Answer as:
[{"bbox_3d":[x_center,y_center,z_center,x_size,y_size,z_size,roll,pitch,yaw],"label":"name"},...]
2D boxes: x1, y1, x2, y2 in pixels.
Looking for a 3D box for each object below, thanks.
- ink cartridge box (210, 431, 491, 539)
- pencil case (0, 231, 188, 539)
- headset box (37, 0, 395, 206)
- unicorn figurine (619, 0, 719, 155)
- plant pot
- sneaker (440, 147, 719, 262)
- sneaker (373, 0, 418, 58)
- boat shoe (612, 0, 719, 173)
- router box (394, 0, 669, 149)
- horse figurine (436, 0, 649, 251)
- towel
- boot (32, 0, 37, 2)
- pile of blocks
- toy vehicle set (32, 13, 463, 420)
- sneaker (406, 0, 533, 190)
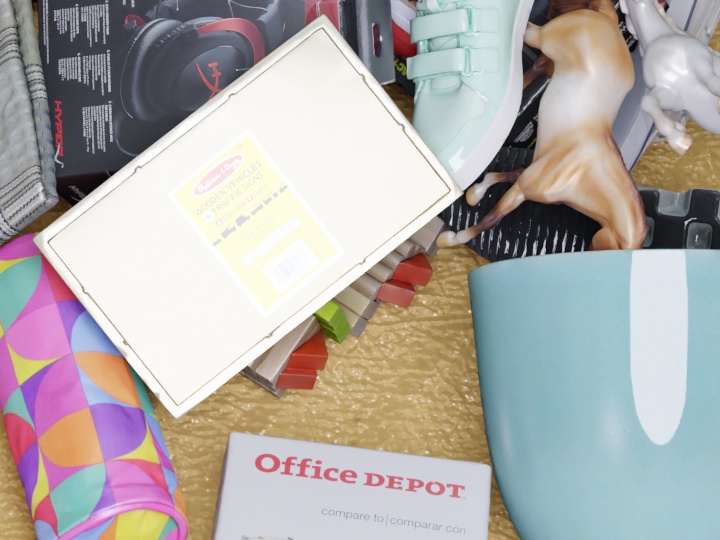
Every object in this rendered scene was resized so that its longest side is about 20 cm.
[{"bbox_3d":[-0.013,0.192,1.195,0.144,0.085,0.201,7,51,-1],"label":"ink cartridge box"},{"bbox_3d":[-0.156,0.074,1.270,0.088,0.089,0.200,-11,53,-15],"label":"pencil case"},{"bbox_3d":[-0.080,-0.122,1.333,0.199,0.075,0.149,-6,76,9],"label":"headset box"},{"bbox_3d":[0.204,-0.107,1.332,0.200,0.074,0.138,43,18,-26],"label":"unicorn figurine"},{"bbox_3d":[0.157,0.081,1.233,0.200,0.201,0.162,1,82,-7],"label":"plant pot"},{"bbox_3d":[0.145,-0.021,1.375,0.199,0.088,0.074,14,87,16],"label":"sneaker"},{"bbox_3d":[-0.034,-0.142,1.417,0.200,0.071,0.113,30,95,26],"label":"sneaker"},{"bbox_3d":[0.182,-0.113,1.457,0.070,0.071,0.201,36,66,-33],"label":"boat shoe"},{"bbox_3d":[0.071,-0.176,1.449,0.150,0.062,0.200,-47,65,8],"label":"router box"},{"bbox_3d":[0.111,-0.087,1.313,0.050,0.132,0.201,30,61,-38],"label":"horse figurine"},{"bbox_3d":[-0.259,-0.071,1.326,0.192,0.035,0.201,-32,50,22],"label":"towel"},{"bbox_3d":[-0.163,-0.259,1.525,0.138,0.078,0.201,-4,53,-4],"label":"boot"},{"bbox_3d":[0.000,0.000,1.342,0.062,0.082,0.200,31,55,16],"label":"pile of blocks"},{"bbox_3d":[-0.060,-0.029,1.251,0.200,0.027,0.124,-38,92,-5],"label":"toy vehicle set"},{"bbox_3d":[0.036,-0.146,1.301,0.118,0.074,0.201,29,67,-36],"label":"sneaker"}]
